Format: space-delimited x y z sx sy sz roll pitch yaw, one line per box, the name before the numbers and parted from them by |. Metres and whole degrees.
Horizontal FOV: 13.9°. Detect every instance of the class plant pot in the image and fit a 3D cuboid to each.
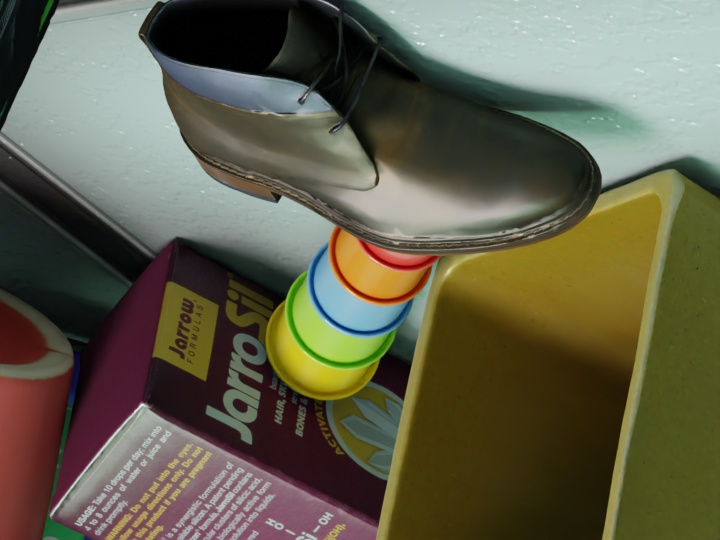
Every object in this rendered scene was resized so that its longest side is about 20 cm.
plant pot | 0.147 0.096 1.333 0.200 0.196 0.194 22 158 -26
plant pot | -0.243 0.097 1.517 0.200 0.178 0.200 22 -164 -7

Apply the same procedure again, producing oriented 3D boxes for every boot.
boot | -0.002 -0.063 1.237 0.200 0.075 0.097 11 158 26

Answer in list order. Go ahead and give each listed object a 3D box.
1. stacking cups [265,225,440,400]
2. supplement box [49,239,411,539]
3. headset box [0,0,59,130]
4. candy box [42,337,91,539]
stacking cups | 0.000 0.000 1.395 0.060 0.061 0.200 22 155 -2
supplement box | -0.044 0.097 1.517 0.200 0.131 0.103 28 128 -18
headset box | -0.179 -0.109 1.154 0.093 0.174 0.200 21 156 1
candy box | -0.164 0.126 1.652 0.199 0.170 0.077 15 -175 9
